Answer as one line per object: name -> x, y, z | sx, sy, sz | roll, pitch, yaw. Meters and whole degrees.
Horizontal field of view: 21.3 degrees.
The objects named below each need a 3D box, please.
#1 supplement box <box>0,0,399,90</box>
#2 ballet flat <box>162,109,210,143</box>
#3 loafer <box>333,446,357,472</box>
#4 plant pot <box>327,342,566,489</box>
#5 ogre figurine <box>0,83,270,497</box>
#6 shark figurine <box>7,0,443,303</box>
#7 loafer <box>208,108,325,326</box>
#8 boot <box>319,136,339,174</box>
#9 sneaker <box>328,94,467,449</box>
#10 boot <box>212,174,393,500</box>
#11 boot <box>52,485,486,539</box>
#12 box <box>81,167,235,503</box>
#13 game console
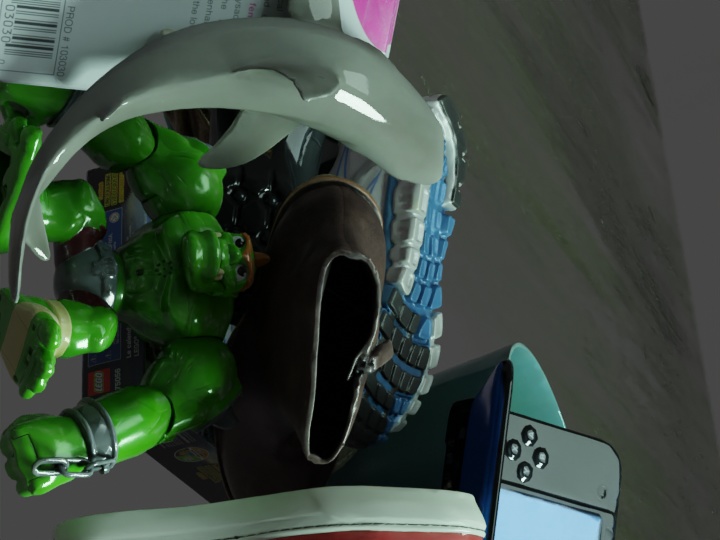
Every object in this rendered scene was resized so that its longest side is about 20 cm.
supplement box -> -0.089, -0.138, 0.858 | 0.103, 0.199, 0.102 | -136, -126, -60
ballet flat -> -0.093, -0.113, 1.098 | 0.068, 0.072, 0.200 | -85, 155, -47
loafer -> -0.010, 0.041, 1.124 | 0.200, 0.067, 0.076 | -61, 170, -48
plant pot -> 0.047, 0.162, 1.171 | 0.201, 0.160, 0.202 | -16, 90, -75
ogre figurine -> -0.113, -0.001, 0.892 | 0.119, 0.098, 0.201 | 5, 54, -35
shark figurine -> -0.055, -0.068, 0.794 | 0.089, 0.213, 0.129 | 37, -43, 58
loafer -> -0.054, -0.066, 1.046 | 0.070, 0.068, 0.202 | 114, -15, -63
boot -> -0.024, -0.114, 1.186 | 0.200, 0.076, 0.169 | -20, -100, 63
sneaker -> 0.000, 0.000, 1.055 | 0.075, 0.086, 0.201 | 43, 54, -57
boot -> -0.031, 0.059, 0.908 | 0.166, 0.072, 0.201 | -101, -159, -72
boot -> -0.034, 0.175, 0.867 | 0.072, 0.199, 0.145 | 86, -4, -75
box -> -0.088, 0.045, 1.048 | 0.200, 0.040, 0.138 | 51, 31, -55
game console -> 0.091, 0.165, 0.974 | 0.170, 0.118, 0.201 | 19, 72, -32
